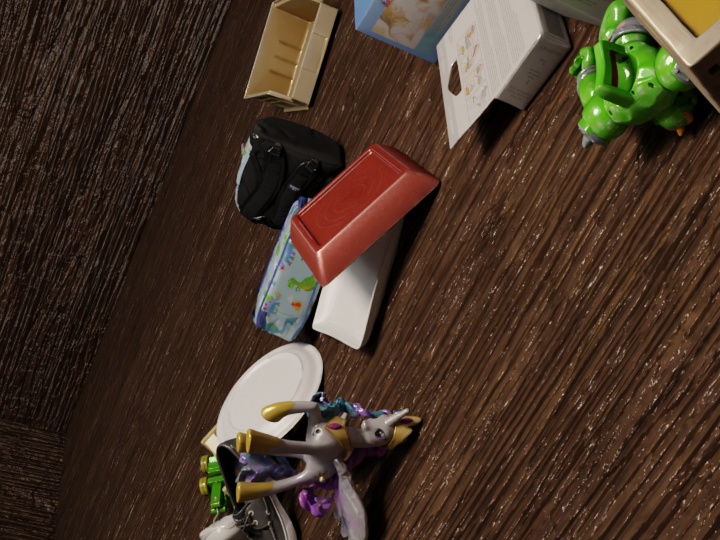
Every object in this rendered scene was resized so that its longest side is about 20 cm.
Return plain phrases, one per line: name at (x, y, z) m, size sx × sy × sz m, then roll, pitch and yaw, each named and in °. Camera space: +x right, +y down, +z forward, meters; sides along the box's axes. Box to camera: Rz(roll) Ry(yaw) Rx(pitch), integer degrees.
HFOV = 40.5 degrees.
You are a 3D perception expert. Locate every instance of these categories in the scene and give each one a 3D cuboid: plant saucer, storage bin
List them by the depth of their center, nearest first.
plant saucer at (-0.009, -0.088, 1.293) m, size 0.200 × 0.037 × 0.200 m, roll -42°, pitch 25°, yaw 1°
storage bin at (-0.134, -0.420, 1.894) m, size 0.198 × 0.093 × 0.203 m, roll 19°, pitch 91°, yaw 69°

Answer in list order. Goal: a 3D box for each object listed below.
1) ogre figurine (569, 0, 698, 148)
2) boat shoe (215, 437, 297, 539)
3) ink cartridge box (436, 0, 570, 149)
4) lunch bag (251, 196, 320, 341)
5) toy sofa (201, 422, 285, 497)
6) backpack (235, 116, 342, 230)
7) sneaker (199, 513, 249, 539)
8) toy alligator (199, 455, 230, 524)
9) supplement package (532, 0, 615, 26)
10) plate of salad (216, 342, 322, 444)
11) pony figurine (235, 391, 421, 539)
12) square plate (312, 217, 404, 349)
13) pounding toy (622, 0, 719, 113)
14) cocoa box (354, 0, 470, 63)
ogre figurine at (0.234, -0.175, 0.801) m, size 0.198 × 0.098 × 0.121 m, roll -13°, pitch 52°, yaw 46°
boat shoe at (-0.145, 0.319, 1.313) m, size 0.070 × 0.066 × 0.203 m, roll -32°, pitch 68°, yaw 34°
ink cartridge box at (0.157, -0.258, 1.122) m, size 0.177 × 0.044 × 0.202 m, roll -52°, pitch 29°, yaw 41°
lunch bag at (-0.098, -0.005, 1.487) m, size 0.161 × 0.081 × 0.202 m, roll -90°, pitch 21°, yaw -72°
toy sofa at (-0.168, 0.294, 1.487) m, size 0.083 × 0.098 × 0.200 m, roll -47°, pitch 22°, yaw -4°
backpack at (-0.132, -0.157, 1.638) m, size 0.155 × 0.161 × 0.202 m, roll -87°, pitch 18°, yaw -52°
sneaker at (-0.179, 0.415, 1.394) m, size 0.100 × 0.077 × 0.201 m, roll 56°, pitch 155°, yaw 27°
toy alligator at (-0.230, 0.364, 1.609) m, size 0.055 × 0.058 × 0.202 m, roll 69°, pitch -169°, yaw -46°
supplement package at (0.208, -0.356, 0.926) m, size 0.202 × 0.150 × 0.151 m, roll -67°, pitch 22°, yaw 14°
plate of salad at (-0.130, 0.193, 1.441) m, size 0.198 × 0.048 × 0.201 m, roll -28°, pitch 33°, yaw 20°
pony figurine at (-0.042, 0.218, 1.111) m, size 0.195 × 0.197 × 0.168 m, roll 106°, pitch 158°, yaw -44°
square plate at (0.000, 0.000, 1.341) m, size 0.200 × 0.028 × 0.201 m, roll 14°, pitch 87°, yaw 69°
pounding toy at (0.264, -0.211, 0.620) m, size 0.184 × 0.141 × 0.202 m, roll -41°, pitch 48°, yaw 20°
cocoa box at (0.089, -0.402, 1.276) m, size 0.200 × 0.132 × 0.133 m, roll -52°, pitch 30°, yaw 43°
